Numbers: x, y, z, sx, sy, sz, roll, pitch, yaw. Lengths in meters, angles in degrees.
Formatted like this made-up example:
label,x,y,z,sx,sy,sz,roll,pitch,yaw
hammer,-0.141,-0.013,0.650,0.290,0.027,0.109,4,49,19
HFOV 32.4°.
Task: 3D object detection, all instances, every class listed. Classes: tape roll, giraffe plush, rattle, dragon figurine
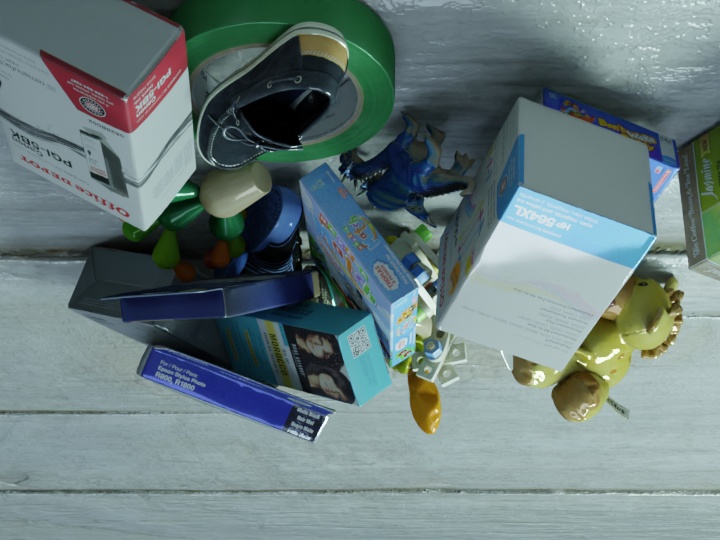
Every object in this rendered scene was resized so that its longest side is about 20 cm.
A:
label,x,y,z,sx,sy,sz,roll,pitch,yaw
tape roll,-0.070,-0.164,1.045,0.200,0.048,0.201,1,152,1
giraffe plush,0.278,0.067,1.387,0.200,0.173,0.162,27,123,-23
rattle,0.004,0.100,1.458,0.130,0.143,0.200,2,165,41
dragon figurine,0.047,-0.076,1.113,0.059,0.200,0.100,20,109,-35

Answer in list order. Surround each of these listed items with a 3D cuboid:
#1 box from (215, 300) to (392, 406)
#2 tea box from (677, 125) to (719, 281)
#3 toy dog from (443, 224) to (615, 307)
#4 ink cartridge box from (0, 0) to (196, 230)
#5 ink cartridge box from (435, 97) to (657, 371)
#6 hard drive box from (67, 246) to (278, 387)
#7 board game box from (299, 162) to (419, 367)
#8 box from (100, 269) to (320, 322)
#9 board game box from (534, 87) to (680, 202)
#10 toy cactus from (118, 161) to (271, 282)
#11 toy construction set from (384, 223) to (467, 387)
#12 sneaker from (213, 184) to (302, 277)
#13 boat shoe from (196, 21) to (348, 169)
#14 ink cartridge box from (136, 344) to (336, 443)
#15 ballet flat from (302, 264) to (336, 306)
label,x,y,z,sx,sy,sz,roll,pitch,yaw
box,-0.062,0.076,1.255,0.200,0.049,0.082,8,122,47
tea box,0.428,-0.066,1.123,0.200,0.134,0.197,18,147,-29
toy dog,0.192,-0.005,1.286,0.200,0.096,0.132,-10,150,19
ink cartridge box,-0.218,-0.138,1.004,0.147,0.083,0.200,27,154,10
ink cartridge box,0.150,-0.020,1.074,0.125,0.129,0.200,19,130,-9
hard drive box,-0.194,0.053,1.374,0.156,0.077,0.200,9,163,41
board game box,0.000,0.000,1.213,0.037,0.151,0.200,-33,162,-11
box,-0.141,0.026,1.189,0.121,0.032,0.200,-4,-178,30
board game box,0.184,-0.059,1.152,0.134,0.045,0.200,20,131,-11
toy cactus,-0.154,-0.067,1.164,0.165,0.102,0.200,-19,139,30
toy construction set,0.073,0.029,1.312,0.092,0.131,0.200,-34,144,-15
sneaker,-0.088,-0.030,1.285,0.078,0.070,0.200,10,158,-22
boat shoe,-0.077,-0.125,1.001,0.075,0.062,0.200,16,151,-30
ink cartridge box,-0.137,0.129,1.309,0.199,0.041,0.200,22,172,-9
ballet flat,-0.053,0.072,1.356,0.075,0.068,0.200,-30,148,-9
